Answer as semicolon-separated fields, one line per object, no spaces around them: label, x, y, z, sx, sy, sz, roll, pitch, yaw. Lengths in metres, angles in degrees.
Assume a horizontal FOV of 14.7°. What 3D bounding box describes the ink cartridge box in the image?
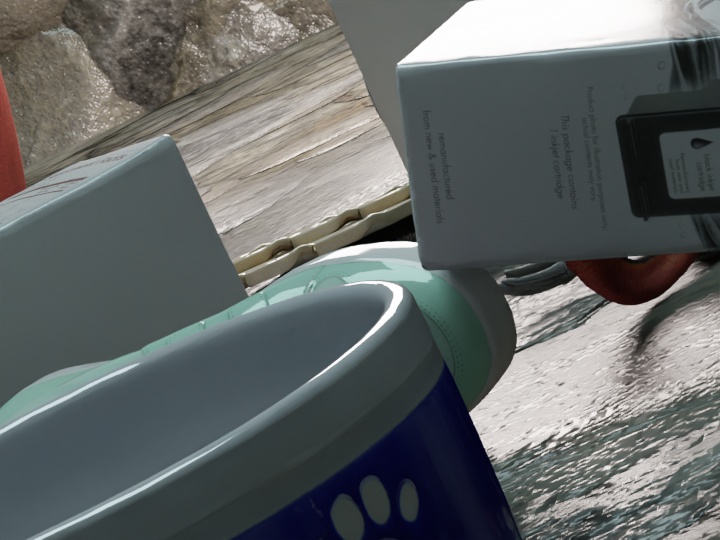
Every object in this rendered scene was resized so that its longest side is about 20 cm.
ink cartridge box;0.122;-0.052;0.859;0.199;0.067;0.116;-4;14;15

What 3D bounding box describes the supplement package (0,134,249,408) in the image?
supplement package;-0.149;0.045;1.096;0.200;0.117;0.117;-29;9;-24

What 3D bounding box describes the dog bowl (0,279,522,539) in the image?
dog bowl;-0.060;0.081;0.740;0.200;0.079;0.200;-26;9;4

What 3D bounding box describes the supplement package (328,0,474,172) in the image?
supplement package;0.107;-0.130;1.395;0.200;0.121;0.120;-17;12;44

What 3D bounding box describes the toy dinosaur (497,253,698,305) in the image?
toy dinosaur;0.132;-0.054;1.007;0.200;0.105;0.182;-10;34;19

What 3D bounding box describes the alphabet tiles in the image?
alphabet tiles;0.003;-0.026;1.300;0.200;0.015;0.196;-23;3;31

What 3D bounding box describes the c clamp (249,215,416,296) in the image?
c clamp;0.000;0.000;1.268;0.200;0.027;0.171;-25;3;17

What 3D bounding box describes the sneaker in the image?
sneaker;-0.049;0.060;0.878;0.200;0.074;0.118;-21;15;26

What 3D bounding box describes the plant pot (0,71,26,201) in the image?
plant pot;-0.355;-0.041;2.041;0.200;0.177;0.200;-33;11;-36
